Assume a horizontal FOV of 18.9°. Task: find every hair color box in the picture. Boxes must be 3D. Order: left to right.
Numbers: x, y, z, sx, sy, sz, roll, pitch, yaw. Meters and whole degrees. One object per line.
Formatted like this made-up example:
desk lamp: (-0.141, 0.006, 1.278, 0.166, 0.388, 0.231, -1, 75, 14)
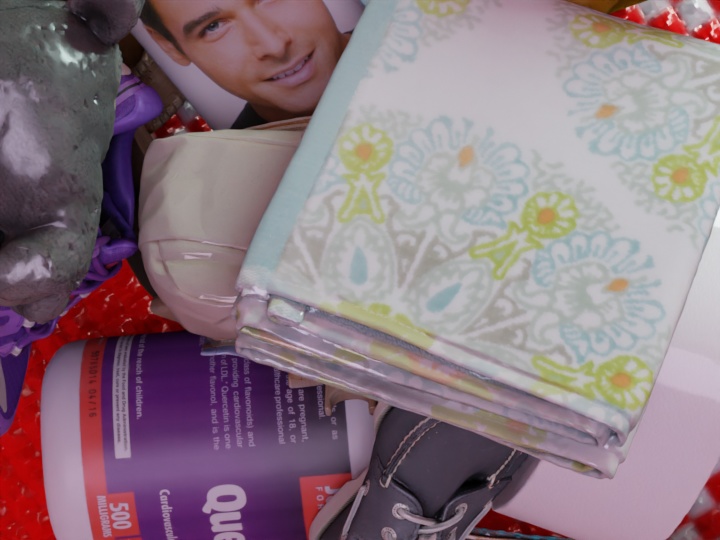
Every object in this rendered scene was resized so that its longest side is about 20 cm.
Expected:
hair color box: (-0.030, -0.105, 0.984, 0.099, 0.061, 0.200, -26, 121, 23)

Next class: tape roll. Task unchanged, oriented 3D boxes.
tape roll: (0.124, 0.025, 0.986, 0.070, 0.203, 0.203, 19, 104, -4)

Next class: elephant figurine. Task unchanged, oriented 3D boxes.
elephant figurine: (-0.203, -0.053, 0.855, 0.199, 0.141, 0.156, 11, 82, -16)

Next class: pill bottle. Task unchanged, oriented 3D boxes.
pill bottle: (-0.049, 0.082, 1.046, 0.199, 0.113, 0.113, -5, 105, 2)

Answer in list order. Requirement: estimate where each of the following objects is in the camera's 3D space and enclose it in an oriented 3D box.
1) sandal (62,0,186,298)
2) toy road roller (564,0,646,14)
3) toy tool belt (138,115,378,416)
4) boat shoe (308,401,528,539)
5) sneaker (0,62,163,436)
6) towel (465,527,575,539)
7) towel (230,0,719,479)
sandal: (-0.103, -0.092, 1.037, 0.069, 0.077, 0.213, -29, 113, -25)
toy road roller: (0.098, -0.160, 0.940, 0.123, 0.200, 0.146, 44, 79, -11)
toy tool belt: (0.000, 0.000, 0.965, 0.199, 0.123, 0.126, 4, 63, 3)
boat shoe: (0.029, 0.104, 0.935, 0.072, 0.062, 0.200, 11, 143, -18)
sneaker: (-0.146, -0.004, 0.982, 0.083, 0.081, 0.201, 25, 110, 11)
towel: (0.117, 0.172, 1.077, 0.199, 0.022, 0.147, 8, 146, -4)
towel: (0.057, -0.027, 0.875, 0.170, 0.048, 0.201, 19, 63, 11)
